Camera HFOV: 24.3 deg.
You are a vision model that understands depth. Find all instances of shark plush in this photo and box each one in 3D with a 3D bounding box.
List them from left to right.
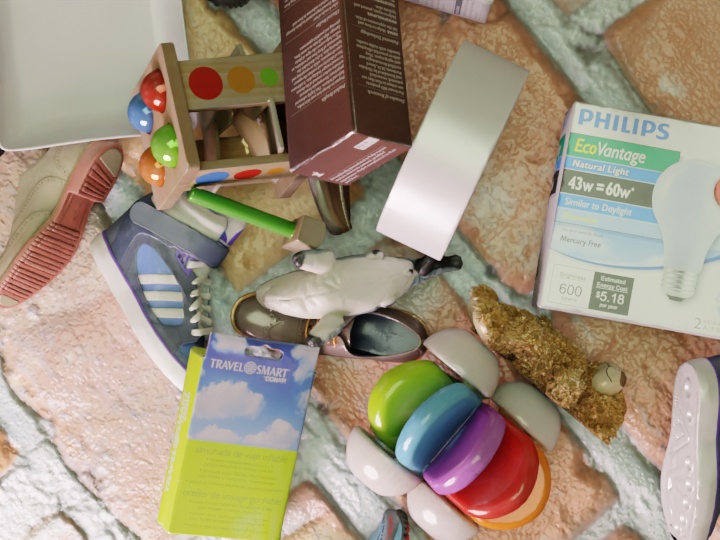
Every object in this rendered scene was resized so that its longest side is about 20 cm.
[{"bbox_3d":[0.000,0.000,1.616,0.200,0.083,0.091,-24,98,-15],"label":"shark plush"}]

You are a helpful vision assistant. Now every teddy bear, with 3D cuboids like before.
[{"bbox_3d":[0.182,0.080,1.601,0.200,0.145,0.067,40,94,7],"label":"teddy bear"}]

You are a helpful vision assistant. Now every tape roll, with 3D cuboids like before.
[{"bbox_3d":[0.088,-0.114,1.579,0.071,0.202,0.203,25,89,3],"label":"tape roll"}]

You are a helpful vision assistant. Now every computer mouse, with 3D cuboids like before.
[{"bbox_3d":[-0.320,-0.175,1.665,0.200,0.034,0.059,-43,101,-10],"label":"computer mouse"}]

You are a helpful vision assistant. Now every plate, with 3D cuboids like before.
[{"bbox_3d":[-0.270,-0.224,1.642,0.200,0.032,0.200,-8,91,-17],"label":"plate"}]

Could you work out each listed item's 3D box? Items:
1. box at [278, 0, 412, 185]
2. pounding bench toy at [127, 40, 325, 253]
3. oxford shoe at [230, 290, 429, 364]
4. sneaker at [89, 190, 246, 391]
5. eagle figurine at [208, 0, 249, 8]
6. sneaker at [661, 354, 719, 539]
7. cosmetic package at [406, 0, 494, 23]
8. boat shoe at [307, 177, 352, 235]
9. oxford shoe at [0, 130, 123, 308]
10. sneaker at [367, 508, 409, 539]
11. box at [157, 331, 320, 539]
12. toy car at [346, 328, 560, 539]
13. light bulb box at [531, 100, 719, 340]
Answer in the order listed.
[{"bbox_3d":[-0.016,-0.191,1.527,0.075,0.100,0.200,13,64,-36],"label":"box"},{"bbox_3d":[-0.126,-0.105,1.580,0.156,0.124,0.200,-8,76,-23],"label":"pounding bench toy"},{"bbox_3d":[-0.031,0.052,1.640,0.199,0.073,0.071,5,89,2],"label":"oxford shoe"},{"bbox_3d":[-0.160,0.009,1.642,0.146,0.081,0.200,-34,82,5],"label":"sneaker"},{"bbox_3d":[-0.116,-0.349,1.594,0.152,0.200,0.151,-31,85,-1],"label":"eagle figurine"},{"bbox_3d":[0.376,0.170,1.614,0.146,0.081,0.201,-4,109,-17],"label":"sneaker"},{"bbox_3d":[0.058,-0.370,1.626,0.200,0.123,0.200,17,89,1],"label":"cosmetic package"},{"bbox_3d":[-0.024,-0.136,1.647,0.072,0.076,0.200,-9,90,0],"label":"boat shoe"},{"bbox_3d":[-0.316,-0.055,1.666,0.074,0.071,0.200,33,86,23],"label":"oxford shoe"},{"bbox_3d":[-0.023,0.314,1.630,0.095,0.079,0.200,28,89,5],"label":"sneaker"},{"bbox_3d":[-0.118,0.159,1.618,0.122,0.048,0.200,9,97,-26],"label":"box"},{"bbox_3d":[0.099,0.169,1.579,0.200,0.150,0.175,41,91,-22],"label":"toy car"},{"bbox_3d":[0.278,-0.046,1.608,0.198,0.125,0.200,9,90,2],"label":"light bulb box"}]
